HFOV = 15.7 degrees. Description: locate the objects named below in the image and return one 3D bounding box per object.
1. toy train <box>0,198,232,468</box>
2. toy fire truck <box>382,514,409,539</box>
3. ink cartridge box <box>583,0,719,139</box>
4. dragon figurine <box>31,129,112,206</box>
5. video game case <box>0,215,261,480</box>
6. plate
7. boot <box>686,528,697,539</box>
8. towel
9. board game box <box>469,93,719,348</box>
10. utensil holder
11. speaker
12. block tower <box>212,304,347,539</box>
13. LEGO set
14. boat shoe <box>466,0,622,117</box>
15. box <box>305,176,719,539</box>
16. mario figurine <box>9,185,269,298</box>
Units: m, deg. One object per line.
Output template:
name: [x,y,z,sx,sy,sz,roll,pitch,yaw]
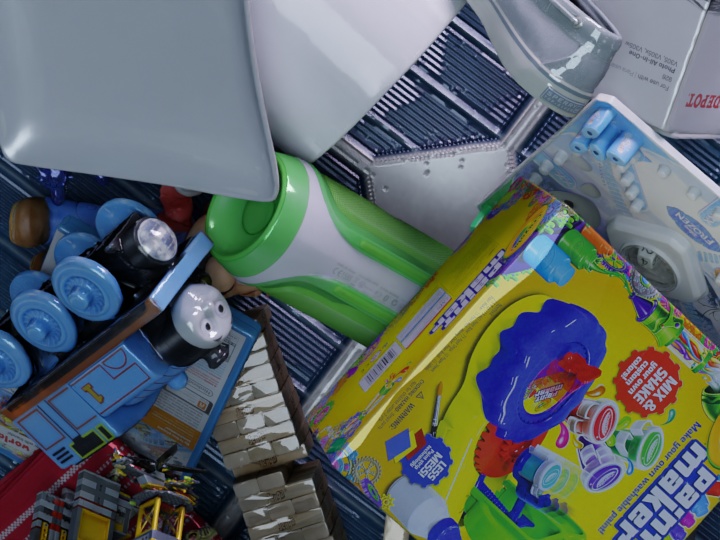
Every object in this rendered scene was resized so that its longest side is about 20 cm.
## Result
toy train: [-0.155,0.037,1.592,0.114,0.087,0.200,44,135,-12]
toy fire truck: [0.072,0.127,1.709,0.140,0.049,0.201,-7,101,6]
ink cartridge box: [0.210,-0.187,1.578,0.084,0.146,0.201,25,103,26]
dragon figurine: [-0.184,-0.144,1.651,0.058,0.099,0.201,-7,96,6]
video game case: [-0.159,0.073,1.687,0.143,0.018,0.201,29,128,3]
plate: [-0.139,-0.145,1.535,0.199,0.032,0.201,10,124,28]
boot: [0.137,0.111,1.648,0.199,0.070,0.132,24,99,-13]
towel: [-0.150,0.191,1.728,0.200,0.023,0.145,44,128,-4]
board game box: [0.178,-0.002,1.612,0.200,0.200,0.026,40,63,-4]
utensil holder: [-0.054,-0.186,1.600,0.200,0.170,0.170,45,101,-6]
speaker: [0.000,0.000,1.615,0.200,0.089,0.089,29,105,-37]
block tower: [-0.057,0.128,1.719,0.057,0.054,0.201,-16,99,7]
LEGO set: [-0.123,0.176,1.645,0.153,0.116,0.200,21,148,-23]
boat shoe: [0.102,-0.174,1.545,0.070,0.201,0.072,23,118,-39]
box: [0.108,0.087,1.547,0.192,0.122,0.200,41,91,-13]
mario figurine: [-0.125,-0.008,1.666,0.199,0.124,0.107,-3,62,12]
